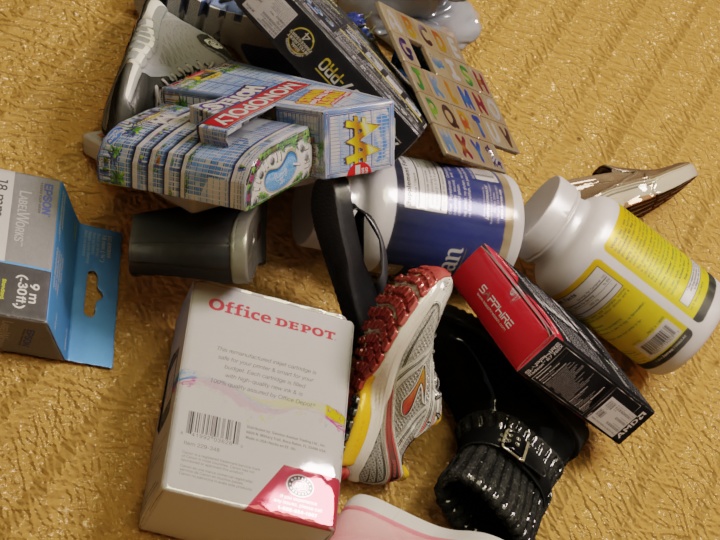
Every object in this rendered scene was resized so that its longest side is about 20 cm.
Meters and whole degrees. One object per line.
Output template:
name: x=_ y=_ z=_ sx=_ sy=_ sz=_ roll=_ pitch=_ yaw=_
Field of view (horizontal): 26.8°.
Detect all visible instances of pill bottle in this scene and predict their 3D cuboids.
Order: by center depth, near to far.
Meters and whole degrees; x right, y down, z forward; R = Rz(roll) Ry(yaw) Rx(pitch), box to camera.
pill bottle: x=0.042 y=-0.049 z=1.412 sx=0.199 sy=0.111 sz=0.111 roll=8 pitch=55 yaw=-20
pill bottle: x=0.242 y=0.001 z=1.454 sx=0.200 sy=0.112 sz=0.113 roll=37 pitch=50 yaw=-10

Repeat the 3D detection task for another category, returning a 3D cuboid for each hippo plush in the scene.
hippo plush: x=0.059 y=-0.324 z=1.574 sx=0.199 sy=0.161 sz=0.160 roll=24 pitch=51 yaw=-8

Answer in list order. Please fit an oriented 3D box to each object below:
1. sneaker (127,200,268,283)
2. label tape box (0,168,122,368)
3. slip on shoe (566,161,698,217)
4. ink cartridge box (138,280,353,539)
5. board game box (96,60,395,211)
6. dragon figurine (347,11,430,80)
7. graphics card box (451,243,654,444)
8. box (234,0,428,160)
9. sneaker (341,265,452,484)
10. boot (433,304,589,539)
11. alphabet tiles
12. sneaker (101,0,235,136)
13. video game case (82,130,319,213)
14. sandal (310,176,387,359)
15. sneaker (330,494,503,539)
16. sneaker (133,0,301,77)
sneaker: x=-0.137 y=-0.037 z=1.310 sx=0.106 sy=0.075 sz=0.200 roll=3 pitch=9 yaw=3
label tape box: x=-0.293 y=-0.009 z=1.259 sx=0.199 sy=0.063 sz=0.145 roll=10 pitch=55 yaw=-18
slip on shoe: x=0.266 y=-0.084 z=1.568 sx=0.199 sy=0.076 sz=0.061 roll=-23 pitch=76 yaw=-27
ink cartridge box: x=-0.091 y=0.125 z=1.248 sx=0.147 sy=0.086 sz=0.201 roll=16 pitch=51 yaw=-13
board game box: x=-0.082 y=-0.114 z=1.264 sx=0.199 sy=0.062 sz=0.200 roll=11 pitch=25 yaw=28
dragon figurine: x=0.053 y=-0.190 z=1.520 sx=0.199 sy=0.100 sz=0.059 roll=21 pitch=52 yaw=-11
graphics card box: x=0.172 y=0.068 z=1.346 sx=0.200 sy=0.051 sz=0.126 roll=33 pitch=16 yaw=-47
box: x=-0.018 y=-0.194 z=1.388 sx=0.200 sy=0.049 sz=0.161 roll=46 pitch=17 yaw=-5
sneaker: x=0.035 y=0.089 z=1.284 sx=0.082 sy=0.201 sz=0.078 roll=17 pitch=16 yaw=-18
boot: x=0.095 y=0.138 z=1.330 sx=0.211 sy=0.079 sz=0.158 roll=39 pitch=51 yaw=3
alphabet tiles: x=0.094 y=-0.170 z=1.475 sx=0.200 sy=0.008 sz=0.168 roll=9 pitch=54 yaw=-60
sneaker: x=-0.167 y=-0.175 z=1.408 sx=0.115 sy=0.075 sz=0.200 roll=22 pitch=39 yaw=-13
video game case: x=-0.123 y=-0.107 z=1.356 sx=0.181 sy=0.023 sz=0.200 roll=-17 pitch=28 yaw=-33
sandal: x=0.000 y=0.000 z=1.327 sx=0.043 sy=0.201 sz=0.076 roll=-22 pitch=28 yaw=-15
sneaker: x=0.049 y=0.253 z=1.197 sx=0.200 sy=0.076 sz=0.105 roll=16 pitch=44 yaw=29
sneaker: x=-0.115 y=-0.274 z=1.511 sx=0.199 sy=0.081 sz=0.115 roll=24 pitch=53 yaw=-7
